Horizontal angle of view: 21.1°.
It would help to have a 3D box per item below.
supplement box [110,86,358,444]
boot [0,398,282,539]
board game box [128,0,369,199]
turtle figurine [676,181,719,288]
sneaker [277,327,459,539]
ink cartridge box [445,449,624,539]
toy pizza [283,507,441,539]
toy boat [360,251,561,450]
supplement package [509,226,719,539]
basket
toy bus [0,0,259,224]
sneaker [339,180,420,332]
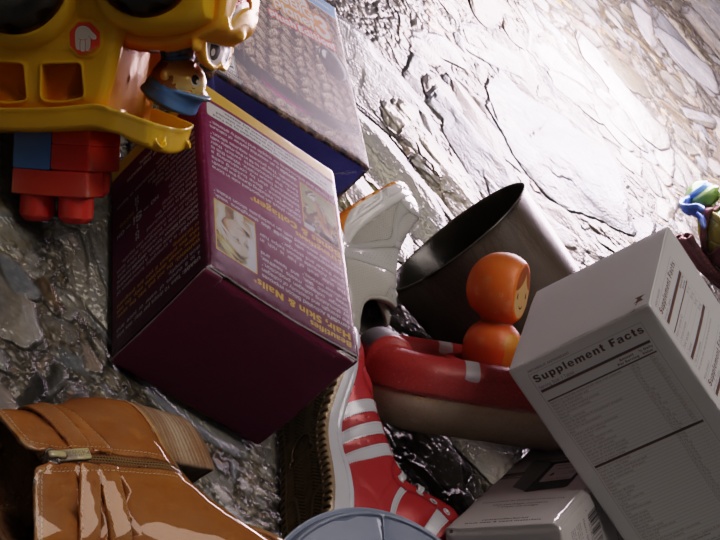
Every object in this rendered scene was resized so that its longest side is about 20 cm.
[{"bbox_3d":[-0.087,-0.007,1.294,0.131,0.103,0.201,34,29,-29],"label":"supplement box"},{"bbox_3d":[-0.121,0.153,1.055,0.154,0.074,0.200,11,34,-54],"label":"boot"},{"bbox_3d":[-0.093,-0.149,1.482,0.159,0.097,0.201,30,32,-35],"label":"board game box"},{"bbox_3d":[0.449,-0.027,2.102,0.199,0.144,0.195,-7,65,-56],"label":"turtle figurine"},{"bbox_3d":[0.007,0.129,1.297,0.112,0.071,0.201,31,39,-26],"label":"sneaker"},{"bbox_3d":[0.139,0.211,1.318,0.200,0.083,0.147,-27,109,-64],"label":"ink cartridge box"},{"bbox_3d":[0.012,0.242,1.166,0.199,0.032,0.202,19,55,-29],"label":"toy pizza"},{"bbox_3d":[0.097,0.052,1.391,0.198,0.132,0.130,9,5,-11],"label":"toy boat"},{"bbox_3d":[0.204,0.094,1.280,0.201,0.113,0.110,55,28,-16],"label":"supplement package"},{"bbox_3d":[0.135,0.051,1.537,0.200,0.136,0.180,52,-2,-8],"label":"basket"},{"bbox_3d":[-0.161,-0.127,1.237,0.136,0.198,0.194,-5,96,-75],"label":"toy bus"},{"bbox_3d":[0.000,0.000,1.474,0.092,0.076,0.200,57,34,-2],"label":"sneaker"}]
